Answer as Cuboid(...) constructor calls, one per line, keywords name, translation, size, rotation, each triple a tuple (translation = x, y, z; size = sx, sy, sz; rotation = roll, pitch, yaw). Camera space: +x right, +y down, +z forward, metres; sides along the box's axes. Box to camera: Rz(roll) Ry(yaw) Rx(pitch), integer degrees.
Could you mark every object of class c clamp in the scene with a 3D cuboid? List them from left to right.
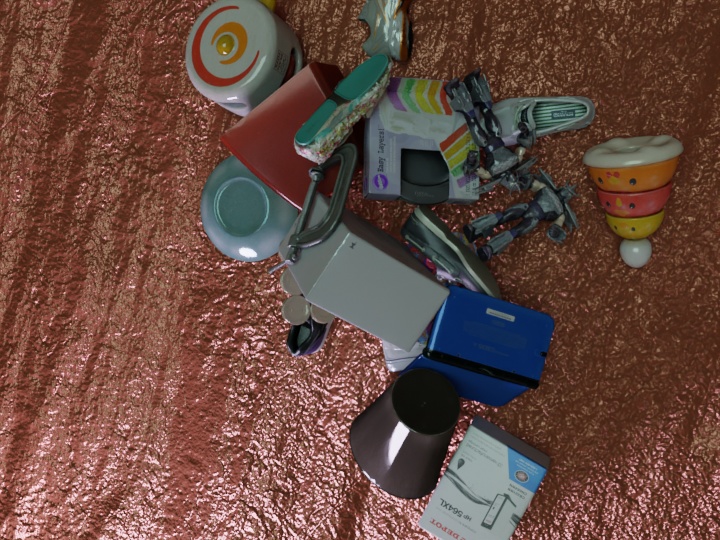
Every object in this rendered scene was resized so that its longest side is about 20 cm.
Cuboid(name="c clamp", translation=(-0.071, -0.100, 1.158), size=(0.170, 0.027, 0.202), rotation=(-14, 52, 54))

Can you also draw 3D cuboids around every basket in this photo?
Cuboid(name="basket", translation=(0.078, 0.255, 1.235), size=(0.180, 0.136, 0.201), rotation=(42, 145, 17))

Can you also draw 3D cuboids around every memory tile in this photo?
Cuboid(name="memory tile", translation=(-0.043, 0.011, 1.316), size=(0.198, 0.017, 0.155), rotation=(-5, 93, -20))

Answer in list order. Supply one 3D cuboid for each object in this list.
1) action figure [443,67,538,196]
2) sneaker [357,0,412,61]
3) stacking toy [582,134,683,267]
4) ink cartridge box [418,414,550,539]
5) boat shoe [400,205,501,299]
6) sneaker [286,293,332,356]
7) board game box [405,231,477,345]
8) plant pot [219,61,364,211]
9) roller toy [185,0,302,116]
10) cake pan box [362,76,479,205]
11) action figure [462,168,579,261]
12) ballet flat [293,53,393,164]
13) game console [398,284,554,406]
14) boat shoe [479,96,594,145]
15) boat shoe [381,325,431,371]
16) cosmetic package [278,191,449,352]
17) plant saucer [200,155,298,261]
Cuboid(name="action figure", translation=(0.198, -0.205, 1.174), size=(0.129, 0.069, 0.202), rotation=(-29, 92, -17))
Cuboid(name="sneaker", translation=(0.039, -0.458, 1.293), size=(0.091, 0.076, 0.203), rotation=(4, 93, 21))
Cuboid(name="stacking toy", translation=(0.427, -0.100, 1.182), size=(0.144, 0.146, 0.202), rotation=(-6, 107, 17))
Cuboid(name="ink cartridge box", translation=(0.207, 0.371, 1.280), size=(0.145, 0.084, 0.202), rotation=(28, 100, 13))
Cuboid(name="boat shoe", translation=(0.144, -0.014, 1.230), size=(0.200, 0.073, 0.063), rotation=(48, 113, 5))
Cuboid(name="sneaker", translation=(-0.075, 0.059, 1.345), size=(0.075, 0.087, 0.202), rotation=(19, 98, 15))
Cuboid(name="board game box", translation=(0.129, 0.024, 1.271), size=(0.156, 0.039, 0.202), rotation=(-18, 68, 10))
Cuboid(name="plant pot", translation=(-0.085, -0.214, 1.289), size=(0.199, 0.200, 0.177), rotation=(-34, 95, 15))
Cuboid(name="roller toy", translation=(-0.201, -0.371, 1.321), size=(0.199, 0.140, 0.184), rotation=(-30, 75, 16))
Cuboid(name="cake pan box", translation=(0.097, -0.202, 1.214), size=(0.182, 0.052, 0.203), rotation=(3, 83, -7))
Cuboid(name="action figure", translation=(0.267, -0.087, 1.219), size=(0.199, 0.070, 0.131), rotation=(-29, 69, -9))
Cuboid(name="ballet flat", translation=(-0.021, -0.242, 1.162), size=(0.200, 0.064, 0.076), rotation=(-44, 50, -1))
Cuboid(name="game console", translation=(0.185, 0.127, 1.232), size=(0.198, 0.118, 0.173), rotation=(17, 88, -14))
Cuboid(name="boat shoe", translation=(0.272, -0.249, 1.227), size=(0.198, 0.067, 0.075), rotation=(-10, 90, 19))
Cuboid(name="boat shoe", translation=(0.126, 0.119, 1.292), size=(0.198, 0.074, 0.067), rotation=(-17, 100, 18))
Cuboid(name="cosmetic package", translation=(0.000, 0.000, 1.190), size=(0.198, 0.200, 0.124), rotation=(29, 100, -27))
Cuboid(name="plant saucer", translation=(-0.213, -0.116, 1.403), size=(0.198, 0.039, 0.204), rotation=(1, 94, 17))
